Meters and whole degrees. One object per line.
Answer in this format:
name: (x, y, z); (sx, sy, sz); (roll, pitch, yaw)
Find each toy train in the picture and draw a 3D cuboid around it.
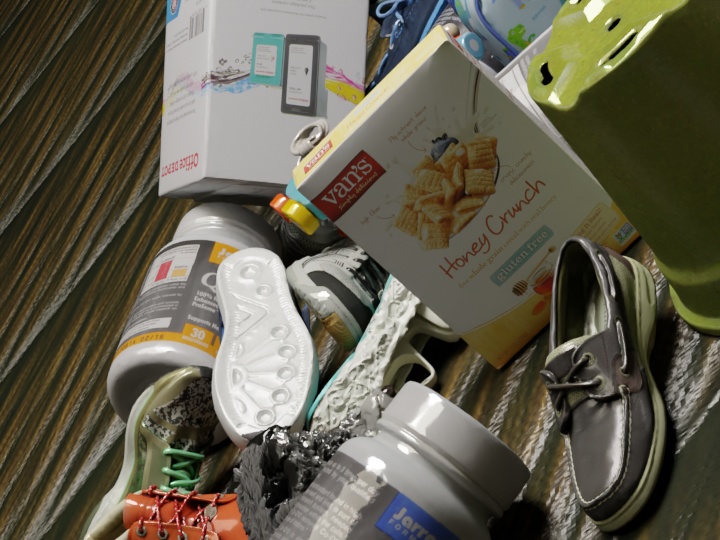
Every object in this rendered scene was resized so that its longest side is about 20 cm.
toy train: (0.020, -0.094, 1.685); (0.200, 0.056, 0.151); (-29, 29, 42)

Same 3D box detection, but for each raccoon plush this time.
raccoon plush: (-0.016, 0.165, 1.518); (0.097, 0.133, 0.201); (52, 134, 33)

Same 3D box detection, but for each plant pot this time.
plant pot: (0.206, -0.096, 1.350); (0.200, 0.184, 0.201); (-41, 22, 21)

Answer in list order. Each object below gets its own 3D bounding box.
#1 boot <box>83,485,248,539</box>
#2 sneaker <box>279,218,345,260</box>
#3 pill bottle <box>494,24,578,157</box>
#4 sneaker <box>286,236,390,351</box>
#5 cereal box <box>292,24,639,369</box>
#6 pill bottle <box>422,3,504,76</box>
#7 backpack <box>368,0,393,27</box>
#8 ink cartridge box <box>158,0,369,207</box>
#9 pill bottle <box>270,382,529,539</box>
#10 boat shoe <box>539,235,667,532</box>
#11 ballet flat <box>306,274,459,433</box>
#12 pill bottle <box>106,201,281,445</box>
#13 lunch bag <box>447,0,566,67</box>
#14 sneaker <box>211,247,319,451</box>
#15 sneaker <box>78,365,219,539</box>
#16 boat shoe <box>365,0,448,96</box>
boot: (-0.114, 0.189, 1.610); (0.200, 0.107, 0.075); (-32, 25, 34)
sneaker: (0.004, -0.074, 1.846); (0.199, 0.076, 0.114); (-45, -4, -29)
pill bottle: (0.146, -0.108, 1.583); (0.200, 0.114, 0.114); (-41, 23, 21)
sneaker: (0.000, 0.000, 1.697); (0.087, 0.076, 0.200); (-36, 8, 7)
cereal box: (0.073, -0.047, 1.506); (0.144, 0.200, 0.040); (-45, 22, 12)
pill bottle: (0.110, -0.178, 1.776); (0.200, 0.106, 0.106); (-56, 22, -16)
backpack: (0.090, -0.277, 1.955); (0.200, 0.127, 0.167); (-47, 10, 10)
ink cartridge box: (-0.085, -0.161, 1.943); (0.147, 0.145, 0.201); (169, 105, -69)
pill bottle: (0.007, 0.175, 1.365); (0.200, 0.114, 0.114); (-53, 22, -7)
boat shoe: (0.139, 0.064, 1.351); (0.072, 0.066, 0.202); (-37, 33, 38)
ballet flat: (0.035, 0.054, 1.615); (0.201, 0.072, 0.072); (-59, 23, -16)
pill bottle: (-0.132, 0.042, 1.871); (0.116, 0.116, 0.201); (-32, 28, 36)
lunch bag: (0.171, -0.231, 1.673); (0.200, 0.161, 0.082); (-51, 22, -2)
sneaker: (-0.066, 0.096, 1.684); (0.080, 0.147, 0.201); (-10, 44, -1)
sneaker: (-0.145, 0.170, 1.736); (0.089, 0.077, 0.201); (40, 113, 48)
boat shoe: (0.042, -0.194, 1.869); (0.084, 0.069, 0.200); (-20, -33, -44)
